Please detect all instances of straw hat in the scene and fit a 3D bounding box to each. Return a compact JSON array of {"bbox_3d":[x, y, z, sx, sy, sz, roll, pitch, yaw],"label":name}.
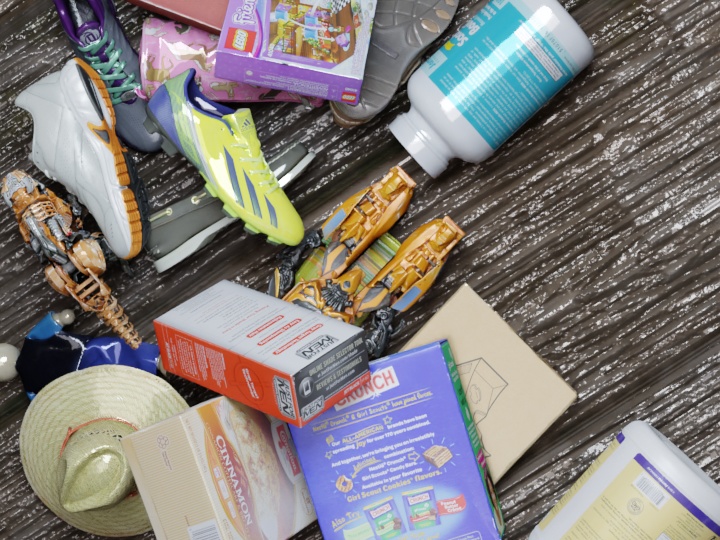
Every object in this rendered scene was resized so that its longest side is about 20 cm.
[{"bbox_3d":[-0.261,0.197,1.606,0.199,0.085,0.203,2,110,7],"label":"straw hat"}]

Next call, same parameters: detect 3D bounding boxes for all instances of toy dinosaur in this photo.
[{"bbox_3d":[-0.288,-0.008,1.604,0.101,0.136,0.202,-15,89,6],"label":"toy dinosaur"}]

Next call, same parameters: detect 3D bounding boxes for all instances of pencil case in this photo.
[{"bbox_3d":[-0.123,-0.206,1.590,0.198,0.083,0.087,0,50,-4],"label":"pencil case"}]

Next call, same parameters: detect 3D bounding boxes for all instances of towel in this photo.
[{"bbox_3d":[-0.038,0.037,1.634,0.086,0.018,0.201,38,96,5],"label":"towel"}]

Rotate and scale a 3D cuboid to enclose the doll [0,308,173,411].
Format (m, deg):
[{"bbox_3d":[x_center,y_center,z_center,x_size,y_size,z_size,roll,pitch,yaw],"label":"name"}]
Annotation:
[{"bbox_3d":[-0.292,0.108,1.651,0.198,0.048,0.138,8,99,7],"label":"doll"}]

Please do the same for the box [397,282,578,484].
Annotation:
[{"bbox_3d":[0.095,0.140,1.618,0.163,0.021,0.200,44,96,4],"label":"box"}]

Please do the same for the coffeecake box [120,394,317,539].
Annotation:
[{"bbox_3d":[-0.131,0.202,1.554,0.073,0.200,0.155,-21,89,22],"label":"coffeecake box"}]

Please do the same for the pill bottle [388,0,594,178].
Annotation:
[{"bbox_3d":[0.122,-0.182,1.560,0.200,0.111,0.111,-43,87,6],"label":"pill bottle"}]

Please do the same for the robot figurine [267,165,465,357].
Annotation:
[{"bbox_3d":[0.000,0.000,1.591,0.145,0.058,0.200,45,96,4],"label":"robot figurine"}]

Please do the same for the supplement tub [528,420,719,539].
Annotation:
[{"bbox_3d":[0.252,0.261,1.540,0.145,0.145,0.200,42,96,4],"label":"supplement tub"}]

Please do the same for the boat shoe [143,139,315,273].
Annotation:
[{"bbox_3d":[-0.138,-0.075,1.616,0.201,0.072,0.061,-34,92,11],"label":"boat shoe"}]

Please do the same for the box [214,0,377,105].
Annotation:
[{"bbox_3d":[-0.052,-0.252,1.510,0.135,0.039,0.201,11,54,-1],"label":"box"}]

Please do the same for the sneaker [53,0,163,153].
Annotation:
[{"bbox_3d":[-0.258,-0.207,1.618,0.074,0.088,0.201,-31,88,7],"label":"sneaker"}]

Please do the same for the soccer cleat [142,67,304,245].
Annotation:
[{"bbox_3d":[-0.119,-0.107,1.537,0.200,0.065,0.084,45,99,-3],"label":"soccer cleat"}]

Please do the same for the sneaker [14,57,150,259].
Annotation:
[{"bbox_3d":[-0.275,-0.101,1.587,0.091,0.076,0.202,-21,88,12],"label":"sneaker"}]

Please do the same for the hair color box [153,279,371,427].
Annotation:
[{"bbox_3d":[-0.096,0.076,1.547,0.199,0.101,0.062,18,127,42],"label":"hair color box"}]

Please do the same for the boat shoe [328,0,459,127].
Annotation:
[{"bbox_3d":[0.027,-0.220,1.577,0.076,0.072,0.200,38,66,0],"label":"boat shoe"}]

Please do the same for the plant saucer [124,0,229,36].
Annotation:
[{"bbox_3d":[-0.130,-0.301,1.579,0.198,0.037,0.201,21,54,6],"label":"plant saucer"}]

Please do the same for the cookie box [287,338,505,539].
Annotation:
[{"bbox_3d":[0.033,0.187,1.577,0.170,0.075,0.202,-17,90,7],"label":"cookie box"}]
